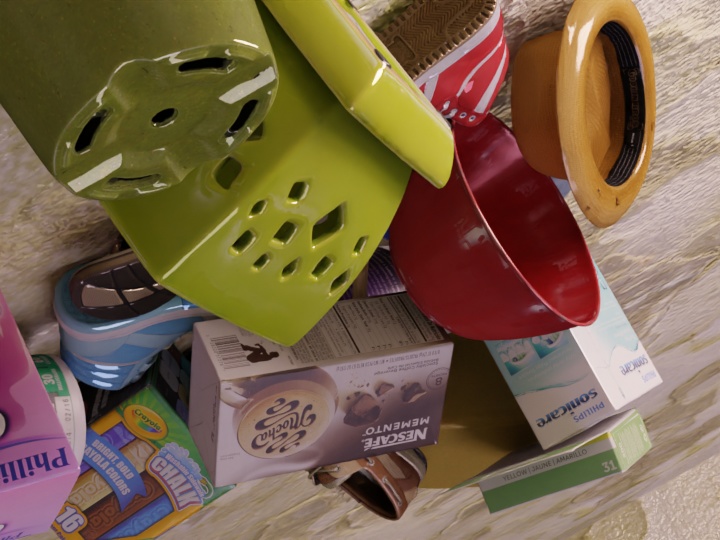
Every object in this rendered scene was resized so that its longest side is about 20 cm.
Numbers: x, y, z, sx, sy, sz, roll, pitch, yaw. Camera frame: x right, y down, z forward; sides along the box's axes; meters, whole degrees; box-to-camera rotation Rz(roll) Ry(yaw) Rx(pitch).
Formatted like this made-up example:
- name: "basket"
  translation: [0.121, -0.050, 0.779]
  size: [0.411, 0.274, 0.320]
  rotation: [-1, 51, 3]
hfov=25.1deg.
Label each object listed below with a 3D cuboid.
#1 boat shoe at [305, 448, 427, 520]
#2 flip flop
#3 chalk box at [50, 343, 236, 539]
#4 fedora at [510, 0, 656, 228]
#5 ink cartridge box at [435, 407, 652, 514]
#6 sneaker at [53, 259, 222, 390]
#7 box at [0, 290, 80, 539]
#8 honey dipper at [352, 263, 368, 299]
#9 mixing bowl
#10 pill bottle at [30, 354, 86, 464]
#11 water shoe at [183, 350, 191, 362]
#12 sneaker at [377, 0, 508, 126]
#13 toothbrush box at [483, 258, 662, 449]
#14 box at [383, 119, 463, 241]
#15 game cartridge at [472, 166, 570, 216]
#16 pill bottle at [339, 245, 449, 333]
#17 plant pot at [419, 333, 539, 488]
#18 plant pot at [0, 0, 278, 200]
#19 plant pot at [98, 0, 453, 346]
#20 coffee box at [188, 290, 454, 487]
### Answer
- name: "boat shoe"
  translation: [-0.019, 0.168, 1.525]
  size: [0.200, 0.074, 0.076]
  rotation: [35, 144, -23]
- name: "flip flop"
  translation: [-0.145, -0.028, 1.250]
  size: [0.200, 0.058, 0.081]
  rotation: [-35, 158, -28]
- name: "chalk box"
  translation: [-0.185, 0.146, 1.417]
  size: [0.199, 0.124, 0.125]
  rotation: [-32, -160, 10]
- name: "fedora"
  translation: [0.176, -0.134, 1.320]
  size: [0.081, 0.202, 0.200]
  rotation: [4, 176, 31]
- name: "ink cartridge box"
  translation: [0.173, 0.185, 1.492]
  size: [0.145, 0.048, 0.200]
  rotation: [-23, 178, 26]
- name: "sneaker"
  translation: [-0.159, 0.036, 1.335]
  size: [0.199, 0.080, 0.131]
  rotation: [-9, 150, -21]
- name: "box"
  translation: [-0.317, 0.095, 1.102]
  size: [0.175, 0.201, 0.097]
  rotation: [-12, 153, -35]
- name: "honey dipper"
  translation: [0.000, 0.000, 1.348]
  size: [0.038, 0.038, 0.201]
  rotation: [-18, 129, -26]
- name: "mixing bowl"
  translation: [0.094, -0.020, 1.302]
  size: [0.108, 0.201, 0.200]
  rotation: [-32, 159, 25]
- name: "pill bottle"
  translation: [-0.326, 0.127, 1.264]
  size: [0.199, 0.114, 0.113]
  rotation: [-3, 147, -36]
- name: "water shoe"
  translation: [-0.121, 0.103, 1.534]
  size: [0.199, 0.072, 0.079]
  rotation: [-21, 155, -22]
- name: "sneaker"
  translation: [0.026, -0.130, 1.208]
  size: [0.199, 0.071, 0.113]
  rotation: [-33, 155, 3]
- name: "toothbrush box"
  translation: [0.179, 0.048, 1.500]
  size: [0.085, 0.201, 0.146]
  rotation: [-34, 172, 26]
- name: "box"
  translation: [0.031, -0.087, 1.362]
  size: [0.121, 0.033, 0.200]
  rotation: [-35, 157, 13]
- name: "game cartridge"
  translation: [0.138, -0.069, 1.477]
  size: [0.133, 0.041, 0.200]
  rotation: [-26, 172, 0]
- name: "pill bottle"
  translation: [-0.003, 0.039, 1.486]
  size: [0.199, 0.112, 0.112]
  rotation: [-15, 154, -33]
- name: "plant pot"
  translation: [0.073, 0.111, 1.647]
  size: [0.199, 0.195, 0.196]
  rotation: [-8, 153, -14]
- name: "plant pot"
  translation: [-0.135, -0.144, 0.818]
  size: [0.199, 0.191, 0.200]
  rotation: [-24, 158, -11]
- name: "plant pot"
  translation: [-0.067, -0.096, 1.014]
  size: [0.181, 0.199, 0.200]
  rotation: [-40, 156, 9]
- name: "coffee box"
  translation: [-0.033, 0.094, 1.320]
  size: [0.199, 0.080, 0.114]
  rotation: [-8, 128, -21]
